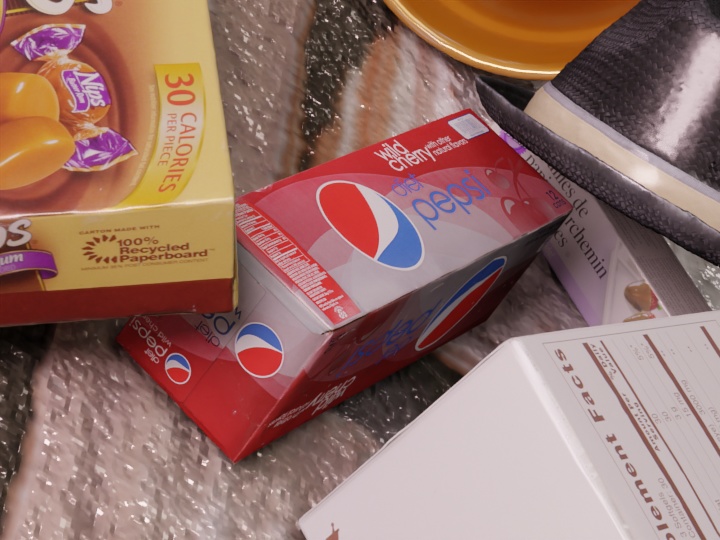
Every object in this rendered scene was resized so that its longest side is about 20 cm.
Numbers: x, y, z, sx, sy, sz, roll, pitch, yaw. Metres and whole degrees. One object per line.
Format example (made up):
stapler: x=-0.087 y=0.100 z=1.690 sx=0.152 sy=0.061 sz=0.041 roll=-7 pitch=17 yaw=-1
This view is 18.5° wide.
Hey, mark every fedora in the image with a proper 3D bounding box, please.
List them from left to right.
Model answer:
fedora: x=0.143 y=-0.065 z=0.914 sx=0.200 sy=0.092 sz=0.201 roll=29 pitch=10 yaw=-6

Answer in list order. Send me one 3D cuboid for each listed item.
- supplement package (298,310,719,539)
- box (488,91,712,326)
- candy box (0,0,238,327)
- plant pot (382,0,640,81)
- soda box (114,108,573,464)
supplement package: x=0.098 y=0.094 z=0.791 sx=0.199 sy=0.117 sz=0.118 roll=-5 pitch=59 yaw=-52
box: x=0.122 y=0.009 z=0.990 sx=0.041 sy=0.039 sz=0.201 roll=-5 pitch=58 yaw=-53
candy box: x=-0.107 y=-0.072 z=0.740 sx=0.116 sy=0.057 sz=0.201 roll=-4 pitch=49 yaw=-7
plant pot: x=0.100 y=-0.204 z=1.081 sx=0.200 sy=0.200 sz=0.183 roll=45 pitch=16 yaw=-2
soda box: x=0.000 y=0.000 z=0.821 sx=0.063 sy=0.070 sz=0.200 roll=45 pitch=30 yaw=13
